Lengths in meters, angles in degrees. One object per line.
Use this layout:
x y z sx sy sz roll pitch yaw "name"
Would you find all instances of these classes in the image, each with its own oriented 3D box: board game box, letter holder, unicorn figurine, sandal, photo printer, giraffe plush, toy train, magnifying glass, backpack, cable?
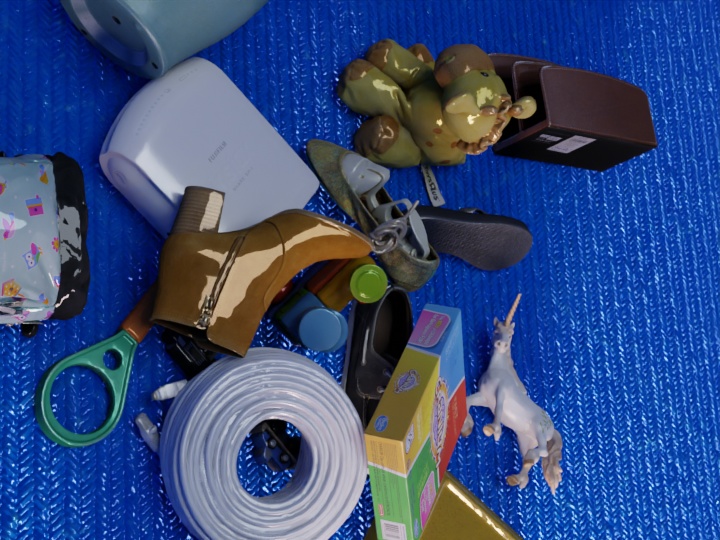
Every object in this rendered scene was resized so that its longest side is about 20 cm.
0.060 0.156 1.278 0.201 0.040 0.154 -61 152 -47 "board game box"
0.264 -0.218 1.593 0.199 0.100 0.144 5 72 -37 "letter holder"
0.171 0.151 1.435 0.201 0.073 0.138 60 39 -26 "unicorn figurine"
0.121 -0.049 1.451 0.199 0.076 0.043 13 42 -36 "sandal"
-0.152 -0.101 1.247 0.200 0.069 0.167 48 54 -17 "photo printer"
0.096 -0.184 1.406 0.172 0.162 0.201 -41 102 -38 "giraffe plush"
0.000 0.000 1.260 0.200 0.116 0.085 -43 107 -5 "toy train"
-0.123 0.126 1.226 0.200 0.034 0.046 51 56 -14 "toy train"
-0.227 0.077 1.167 0.080 0.022 0.201 46 53 -18 "magnifying glass"
-0.330 -0.031 1.051 0.198 0.126 0.169 -1 81 -35 "backpack"
-0.088 0.173 1.185 0.199 0.069 0.202 -26 99 -21 "cable"

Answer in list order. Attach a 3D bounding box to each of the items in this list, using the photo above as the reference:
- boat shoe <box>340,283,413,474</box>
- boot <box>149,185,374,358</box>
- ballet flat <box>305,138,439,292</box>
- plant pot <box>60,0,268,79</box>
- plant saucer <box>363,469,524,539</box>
0.023 0.114 1.325 0.071 0.067 0.202 14 70 -36 "boat shoe"
-0.092 0.013 1.177 0.199 0.071 0.145 13 75 -15 "boot"
0.019 -0.071 1.356 0.070 0.071 0.201 -32 87 -39 "ballet flat"
-0.183 -0.295 1.211 0.200 0.200 0.188 45 68 -19 "plant pot"
0.095 0.317 1.333 0.200 0.048 0.201 43 54 -20 "plant saucer"
